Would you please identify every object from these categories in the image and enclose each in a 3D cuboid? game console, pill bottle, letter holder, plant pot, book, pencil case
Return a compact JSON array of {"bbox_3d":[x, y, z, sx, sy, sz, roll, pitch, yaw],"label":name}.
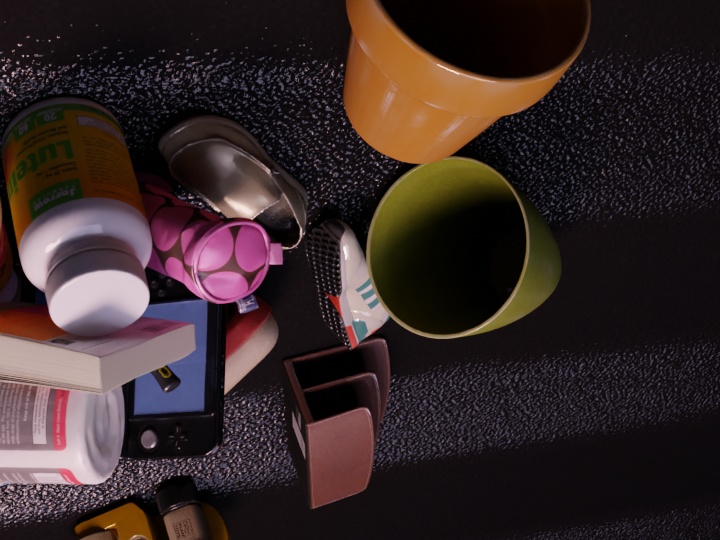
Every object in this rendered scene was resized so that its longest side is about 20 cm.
[{"bbox_3d":[-0.231,0.081,1.189,0.172,0.201,0.119,-6,165,26],"label":"game console"},{"bbox_3d":[-0.324,0.136,1.099,0.199,0.111,0.111,-1,143,9],"label":"pill bottle"},{"bbox_3d":[-0.014,0.190,1.532,0.142,0.101,0.200,-15,142,-13],"label":"letter holder"},{"bbox_3d":[0.136,-0.014,1.320,0.187,0.187,0.200,-40,156,21],"label":"plant pot"},{"bbox_3d":[0.070,-0.192,1.056,0.199,0.201,0.183,-5,154,-21],"label":"plant pot"},{"bbox_3d":[-0.242,-0.046,1.049,0.111,0.200,0.111,-14,142,-11],"label":"pill bottle"},{"bbox_3d":[-0.265,0.060,1.071,0.134,0.199,0.048,-22,114,-60],"label":"book"},{"bbox_3d":[-0.162,-0.033,1.118,0.093,0.200,0.091,-20,121,-33],"label":"pencil case"}]

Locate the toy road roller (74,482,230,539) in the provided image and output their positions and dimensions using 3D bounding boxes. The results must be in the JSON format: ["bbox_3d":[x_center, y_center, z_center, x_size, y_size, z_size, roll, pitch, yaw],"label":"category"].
[{"bbox_3d":[-0.270,0.380,1.619,0.199,0.123,0.146,-21,154,-3],"label":"toy road roller"}]

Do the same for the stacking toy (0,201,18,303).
[{"bbox_3d":[-0.367,-0.015,1.116,0.146,0.147,0.200,-23,162,0],"label":"stacking toy"}]

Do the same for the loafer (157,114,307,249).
[{"bbox_3d":[-0.112,-0.082,1.178,0.076,0.068,0.200,-38,140,19],"label":"loafer"}]

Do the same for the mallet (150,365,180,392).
[{"bbox_3d":[-0.228,0.032,1.159,0.066,0.200,0.041,-36,163,-37],"label":"mallet"}]

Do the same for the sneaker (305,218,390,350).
[{"bbox_3d":[0.000,0.001,1.350,0.093,0.070,0.200,-31,143,-18],"label":"sneaker"}]

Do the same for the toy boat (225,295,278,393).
[{"bbox_3d":[-0.193,0.083,1.306,0.200,0.131,0.130,-43,-173,-11],"label":"toy boat"}]
